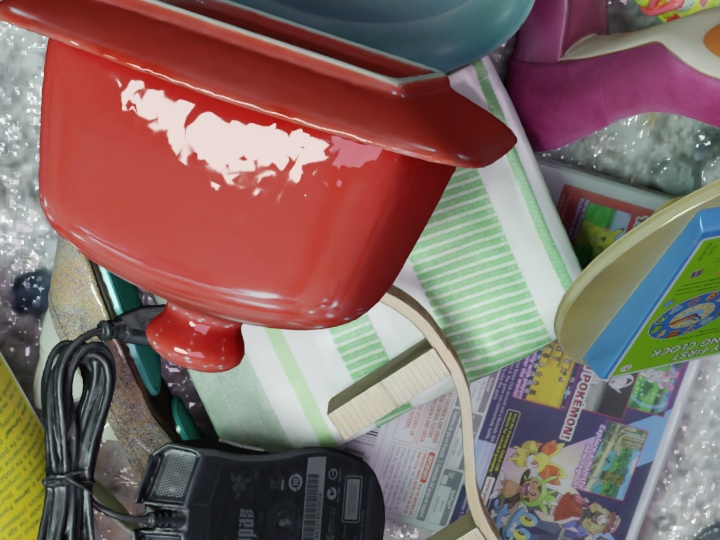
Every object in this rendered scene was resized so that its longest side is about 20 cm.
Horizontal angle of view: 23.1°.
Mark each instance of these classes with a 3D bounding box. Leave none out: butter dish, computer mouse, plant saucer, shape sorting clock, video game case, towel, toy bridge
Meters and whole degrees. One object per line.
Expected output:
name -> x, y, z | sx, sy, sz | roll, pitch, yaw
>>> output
butter dish -> -0.051, -0.029, 0.739 | 0.198, 0.199, 0.149 | 19, 100, 8
computer mouse -> -0.073, 0.087, 0.823 | 0.199, 0.046, 0.142 | 1, 88, -41
plant saucer -> -0.017, -0.154, 0.762 | 0.199, 0.200, 0.028 | 25, 60, -14
shape sorting clock -> 0.181, -0.008, 0.808 | 0.198, 0.039, 0.201 | -18, 152, -10
video game case -> 0.083, 0.044, 0.898 | 0.181, 0.023, 0.202 | 15, 103, -12
towel -> 0.000, 0.000, 0.852 | 0.199, 0.023, 0.154 | -25, 102, 6
toy bridge -> 0.016, 0.055, 0.841 | 0.067, 0.027, 0.201 | -32, 101, 8

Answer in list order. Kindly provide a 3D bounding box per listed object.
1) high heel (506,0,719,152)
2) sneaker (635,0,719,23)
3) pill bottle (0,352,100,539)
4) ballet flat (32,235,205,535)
high heel -> 0.139, -0.070, 0.788 | 0.067, 0.199, 0.097 | -29, 128, -35
sneaker -> 0.162, -0.133, 0.833 | 0.089, 0.078, 0.202 | -15, 97, -3
pill bottle -> -0.193, 0.111, 0.830 | 0.112, 0.113, 0.201 | -27, 108, 0
ballet flat -> -0.118, 0.067, 0.853 | 0.067, 0.068, 0.201 | -23, 107, 3
